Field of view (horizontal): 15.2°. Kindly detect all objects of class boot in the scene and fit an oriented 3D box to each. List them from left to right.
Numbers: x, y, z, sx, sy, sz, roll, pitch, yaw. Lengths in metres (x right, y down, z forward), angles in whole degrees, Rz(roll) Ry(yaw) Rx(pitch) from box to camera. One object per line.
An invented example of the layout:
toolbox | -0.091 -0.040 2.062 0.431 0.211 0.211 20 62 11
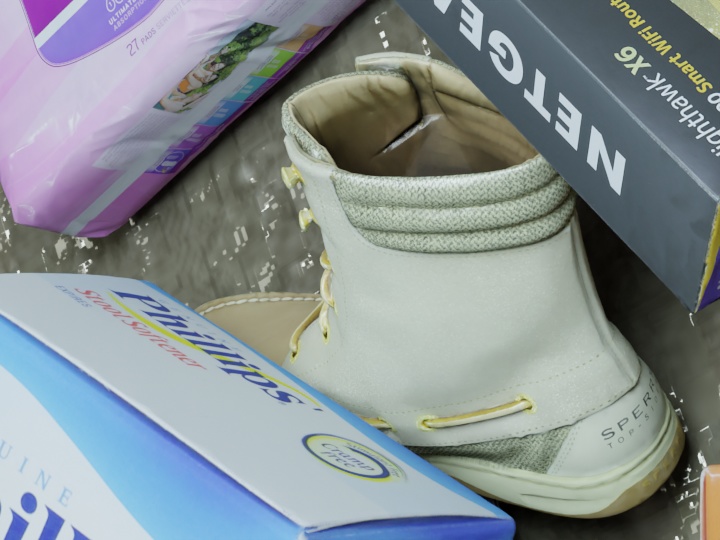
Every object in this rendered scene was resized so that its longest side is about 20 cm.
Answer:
boot | 0.000 0.000 0.893 0.199 0.155 0.072 9 49 35

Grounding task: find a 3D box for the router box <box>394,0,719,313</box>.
router box | 0.102 -0.099 0.817 0.200 0.157 0.052 48 154 30

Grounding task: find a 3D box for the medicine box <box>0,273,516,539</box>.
medicine box | -0.073 0.127 0.863 0.182 0.103 0.201 30 110 38

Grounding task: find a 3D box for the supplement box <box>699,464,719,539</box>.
supplement box | 0.198 0.084 0.782 0.199 0.066 0.069 -5 81 39

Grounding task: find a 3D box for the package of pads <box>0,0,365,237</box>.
package of pads | -0.074 -0.116 1.012 0.200 0.075 0.121 -41 65 30

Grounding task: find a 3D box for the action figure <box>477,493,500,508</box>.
action figure | 0.001 0.174 0.918 0.193 0.104 0.201 -30 65 45
